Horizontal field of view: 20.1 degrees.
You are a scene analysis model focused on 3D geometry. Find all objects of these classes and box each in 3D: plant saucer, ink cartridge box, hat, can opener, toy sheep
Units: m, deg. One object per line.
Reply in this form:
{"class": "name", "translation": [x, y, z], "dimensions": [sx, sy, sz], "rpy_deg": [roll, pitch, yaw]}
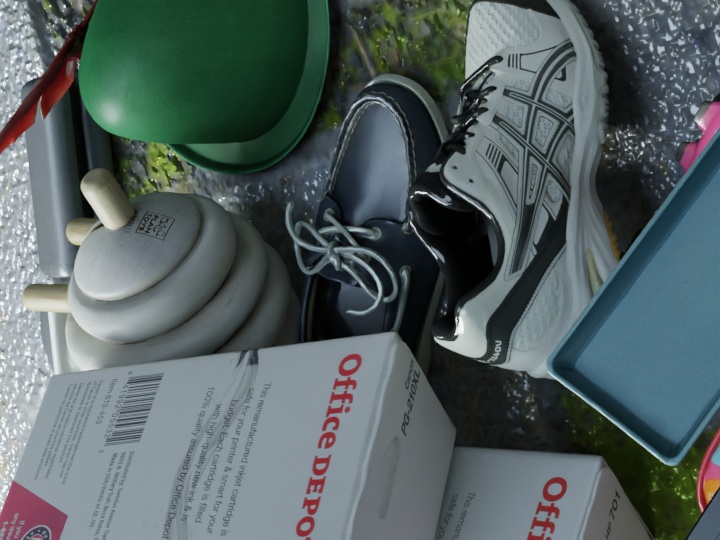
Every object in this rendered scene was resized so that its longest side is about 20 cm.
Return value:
{"class": "plant saucer", "translation": [0.160, -0.020, 0.814], "dimensions": [0.070, 0.019, 0.200], "rpy_deg": [38, 93, 23]}
{"class": "ink cartridge box", "translation": [-0.067, 0.117, 0.965], "dimensions": [0.199, 0.145, 0.084], "rpy_deg": [-8, 136, 26]}
{"class": "ink cartridge box", "translation": [0.025, 0.165, 0.991], "dimensions": [0.199, 0.147, 0.086], "rpy_deg": [2, 144, 31]}
{"class": "hat", "translation": [-0.133, -0.108, 1.045], "dimensions": [0.165, 0.176, 0.201], "rpy_deg": [21, 116, 36]}
{"class": "can opener", "translation": [-0.173, -0.016, 1.192], "dimensions": [0.066, 0.053, 0.201], "rpy_deg": [10, 109, 39]}
{"class": "toy sheep", "translation": [-0.099, 0.024, 1.080], "dimensions": [0.137, 0.138, 0.200], "rpy_deg": [7, 145, 39]}

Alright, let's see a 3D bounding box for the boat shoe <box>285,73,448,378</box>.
{"class": "boat shoe", "translation": [0.000, 0.000, 1.043], "dimensions": [0.075, 0.062, 0.201], "rpy_deg": [25, 119, 31]}

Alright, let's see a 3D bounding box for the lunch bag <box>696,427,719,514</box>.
{"class": "lunch bag", "translation": [0.253, 0.086, 0.842], "dimensions": [0.200, 0.082, 0.177], "rpy_deg": [41, 125, 25]}

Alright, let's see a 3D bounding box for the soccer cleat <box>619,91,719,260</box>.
{"class": "soccer cleat", "translation": [0.173, -0.022, 0.897], "dimensions": [0.086, 0.070, 0.200], "rpy_deg": [34, 127, 11]}

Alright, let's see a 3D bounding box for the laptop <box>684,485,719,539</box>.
{"class": "laptop", "translation": [0.200, 0.087, 0.769], "dimensions": [0.187, 0.200, 0.116], "rpy_deg": [14, 141, 37]}

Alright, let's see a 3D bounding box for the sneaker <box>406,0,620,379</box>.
{"class": "sneaker", "translation": [0.063, -0.050, 0.919], "dimensions": [0.076, 0.087, 0.201], "rpy_deg": [132, 137, -53]}
